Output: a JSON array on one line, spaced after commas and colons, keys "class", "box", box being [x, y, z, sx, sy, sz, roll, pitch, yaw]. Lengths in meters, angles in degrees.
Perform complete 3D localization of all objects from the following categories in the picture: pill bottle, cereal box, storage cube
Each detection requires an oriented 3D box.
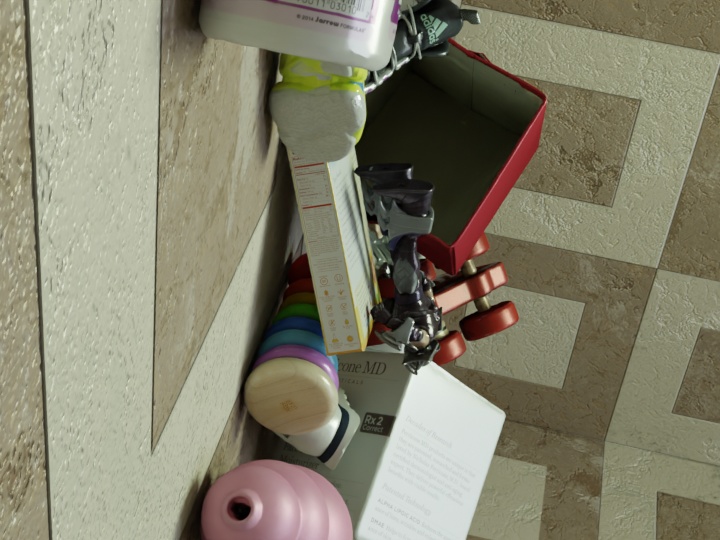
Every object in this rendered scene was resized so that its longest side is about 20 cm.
[{"class": "pill bottle", "box": [-0.020, -0.218, 0.731, 0.112, 0.112, 0.201, -47, 149, -80]}, {"class": "cereal box", "box": [-0.022, -0.042, 1.187, 0.144, 0.039, 0.201, -64, 144, -72]}, {"class": "storage cube", "box": [0.068, -0.120, 1.342, 0.200, 0.171, 0.180, -57, 171, -4]}]

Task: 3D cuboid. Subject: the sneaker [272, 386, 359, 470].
[{"class": "sneaker", "box": [-0.062, 0.138, 1.323, 0.077, 0.080, 0.200, -65, -166, -6]}]

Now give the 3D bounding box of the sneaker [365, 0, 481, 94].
[{"class": "sneaker", "box": [0.034, -0.202, 1.144, 0.200, 0.139, 0.078, -78, 159, -47]}]

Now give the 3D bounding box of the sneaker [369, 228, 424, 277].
[{"class": "sneaker", "box": [0.000, 0.000, 1.521, 0.200, 0.075, 0.116, 3, 137, -50]}]

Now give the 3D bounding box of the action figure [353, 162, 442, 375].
[{"class": "action figure", "box": [0.040, 0.006, 1.210, 0.130, 0.069, 0.201, -94, 177, -67]}]

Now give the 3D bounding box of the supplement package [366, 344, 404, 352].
[{"class": "supplement package", "box": [-0.010, 0.140, 1.629, 0.117, 0.117, 0.201, -67, 167, -57]}]

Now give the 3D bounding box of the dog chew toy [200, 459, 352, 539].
[{"class": "dog chew toy", "box": [-0.076, 0.213, 1.097, 0.200, 0.124, 0.125, 65, 37, -69]}]

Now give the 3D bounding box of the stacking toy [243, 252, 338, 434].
[{"class": "stacking toy", "box": [-0.054, 0.056, 1.244, 0.200, 0.085, 0.086, -82, 180, -51]}]

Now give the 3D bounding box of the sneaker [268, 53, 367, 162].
[{"class": "sneaker", "box": [-0.023, -0.175, 0.999, 0.200, 0.075, 0.105, 93, 9, -54]}]

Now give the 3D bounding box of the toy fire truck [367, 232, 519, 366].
[{"class": "toy fire truck", "box": [0.068, 0.041, 1.499, 0.168, 0.200, 0.113, -18, -83, 58]}]

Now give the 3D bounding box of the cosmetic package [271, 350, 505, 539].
[{"class": "cosmetic package", "box": [0.022, 0.206, 1.420, 0.165, 0.164, 0.201, 35, 66, -39]}]

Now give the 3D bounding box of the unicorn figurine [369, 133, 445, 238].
[{"class": "unicorn figurine", "box": [0.029, -0.145, 1.476, 0.200, 0.137, 0.074, -56, 162, -24]}]
